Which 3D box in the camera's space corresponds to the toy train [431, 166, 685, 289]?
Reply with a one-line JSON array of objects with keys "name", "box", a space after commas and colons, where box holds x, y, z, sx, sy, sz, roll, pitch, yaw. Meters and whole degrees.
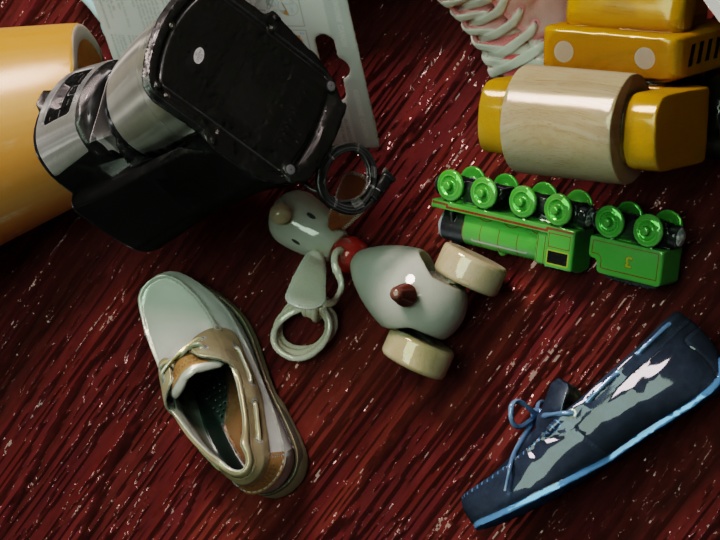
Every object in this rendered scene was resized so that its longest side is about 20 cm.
[{"name": "toy train", "box": [0.133, -0.029, 1.477, 0.199, 0.042, 0.057, 14, 105, 34]}]

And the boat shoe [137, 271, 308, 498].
[{"name": "boat shoe", "box": [-0.110, 0.076, 1.568, 0.075, 0.068, 0.200, -44, 63, 13]}]

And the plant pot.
[{"name": "plant pot", "box": [-0.283, -0.105, 1.644, 0.182, 0.200, 0.201, -15, 71, 8]}]

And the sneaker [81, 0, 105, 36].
[{"name": "sneaker", "box": [-0.160, -0.206, 1.670, 0.200, 0.074, 0.082, 36, 127, 24]}]

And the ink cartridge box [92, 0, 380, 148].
[{"name": "ink cartridge box", "box": [-0.087, -0.165, 1.567, 0.199, 0.161, 0.047, 4, 47, 18]}]

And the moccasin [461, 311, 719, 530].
[{"name": "moccasin", "box": [0.149, 0.100, 1.426, 0.199, 0.080, 0.068, -33, 80, 4]}]

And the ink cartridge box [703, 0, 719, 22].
[{"name": "ink cartridge box", "box": [0.323, -0.184, 1.368, 0.199, 0.057, 0.163, -31, 65, -3]}]

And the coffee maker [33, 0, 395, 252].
[{"name": "coffee maker", "box": [-0.114, -0.085, 1.501, 0.193, 0.135, 0.200, 56, 146, -7]}]

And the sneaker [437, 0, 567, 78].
[{"name": "sneaker", "box": [0.094, -0.180, 1.447, 0.075, 0.200, 0.105, -2, 91, 38]}]

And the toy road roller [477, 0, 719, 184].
[{"name": "toy road roller", "box": [0.170, -0.142, 1.395, 0.122, 0.200, 0.147, 8, 104, 29]}]

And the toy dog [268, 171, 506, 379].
[{"name": "toy dog", "box": [0.000, 0.000, 1.505, 0.199, 0.096, 0.133, 6, 81, 32]}]
